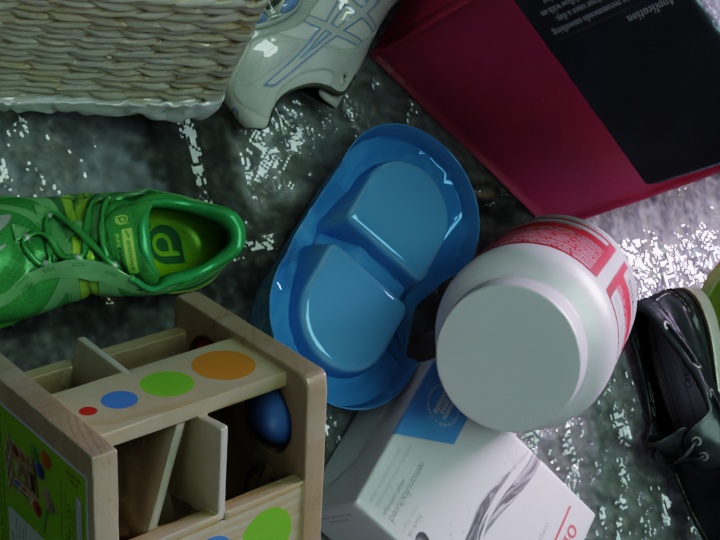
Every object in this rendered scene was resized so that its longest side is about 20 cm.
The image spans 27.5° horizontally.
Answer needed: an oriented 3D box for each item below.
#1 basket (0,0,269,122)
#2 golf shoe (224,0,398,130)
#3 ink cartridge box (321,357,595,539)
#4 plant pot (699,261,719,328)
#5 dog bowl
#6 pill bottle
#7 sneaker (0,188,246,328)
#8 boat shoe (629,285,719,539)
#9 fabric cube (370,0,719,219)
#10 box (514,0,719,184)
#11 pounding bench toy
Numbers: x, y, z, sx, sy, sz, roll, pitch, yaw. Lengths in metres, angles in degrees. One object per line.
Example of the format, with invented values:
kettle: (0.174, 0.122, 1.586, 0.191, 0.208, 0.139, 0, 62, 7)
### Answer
basket: (-0.154, -0.202, 0.789, 0.197, 0.161, 0.201, 1, 76, -22)
golf shoe: (-0.022, -0.159, 0.962, 0.199, 0.078, 0.098, -28, 112, -31)
ink cartridge box: (0.072, 0.167, 0.935, 0.200, 0.066, 0.116, 44, 57, -18)
plant pot: (0.381, 0.040, 1.130, 0.189, 0.199, 0.202, -27, 94, -49)
dog bowl: (0.000, 0.000, 0.936, 0.111, 0.049, 0.201, 40, 58, -18)
pill bottle: (0.109, 0.033, 0.914, 0.114, 0.111, 0.200, 66, 18, -2)
sneaker: (-0.152, -0.016, 0.814, 0.198, 0.083, 0.075, -11, 85, -36)
boat shoe: (0.234, 0.110, 1.060, 0.065, 0.074, 0.203, -1, 78, -33)
fabric cube: (0.163, -0.184, 1.010, 0.200, 0.195, 0.201, 42, 60, -20)
box: (0.193, -0.195, 0.843, 0.201, 0.117, 0.197, 50, 58, -16)
pounding bench toy: (-0.105, 0.136, 0.781, 0.155, 0.124, 0.203, -16, 119, -37)
